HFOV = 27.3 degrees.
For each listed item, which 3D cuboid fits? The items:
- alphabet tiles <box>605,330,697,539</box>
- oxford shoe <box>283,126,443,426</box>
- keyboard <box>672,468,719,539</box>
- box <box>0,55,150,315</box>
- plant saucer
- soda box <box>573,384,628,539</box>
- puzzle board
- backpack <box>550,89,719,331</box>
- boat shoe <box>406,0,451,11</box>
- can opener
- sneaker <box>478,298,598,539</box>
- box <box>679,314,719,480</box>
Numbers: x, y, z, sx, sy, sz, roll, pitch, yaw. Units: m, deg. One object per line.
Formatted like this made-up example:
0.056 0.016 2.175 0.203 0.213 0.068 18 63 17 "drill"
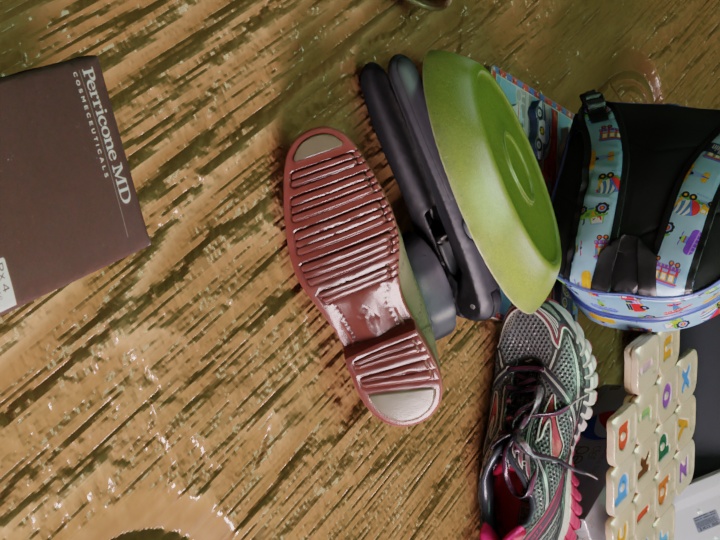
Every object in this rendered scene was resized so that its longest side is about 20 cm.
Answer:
0.228 0.142 1.167 0.195 0.015 0.201 -27 119 -56 "alphabet tiles"
0.000 0.000 0.960 0.075 0.070 0.201 -73 147 -73 "oxford shoe"
0.291 0.206 1.259 0.011 0.199 0.057 149 -79 -80 "keyboard"
-0.184 -0.026 0.650 0.200 0.075 0.101 -35 113 -61 "box"
0.100 -0.068 1.050 0.200 0.031 0.200 54 23 -37 "plant saucer"
0.200 0.172 1.213 0.200 0.063 0.068 -46 122 -49 "soda box"
0.142 -0.050 1.201 0.150 0.017 0.201 19 69 -53 "puzzle board"
0.236 -0.031 1.162 0.135 0.182 0.200 70 34 -46 "backpack"
0.011 -0.228 0.989 0.200 0.072 0.065 18 69 -59 "boat shoe"
0.050 -0.053 1.024 0.079 0.063 0.201 -34 113 -52 "can opener"
0.128 0.118 1.101 0.075 0.080 0.201 12 76 -52 "sneaker"
0.319 0.098 1.361 0.141 0.078 0.201 24 64 -71 "box"
